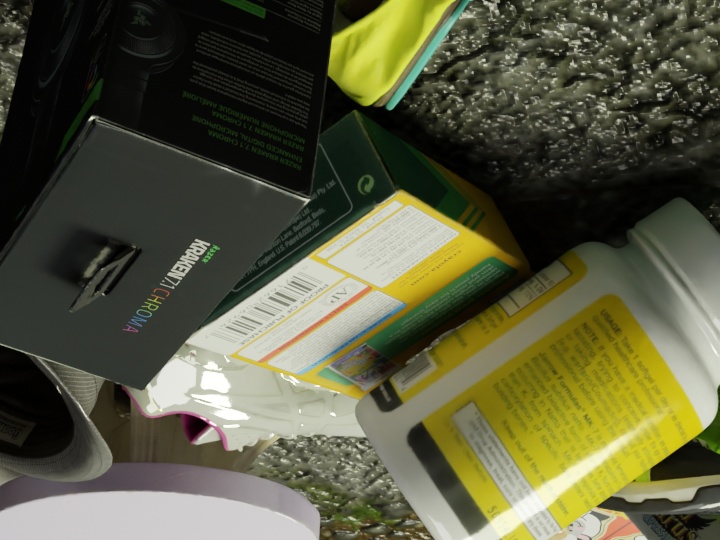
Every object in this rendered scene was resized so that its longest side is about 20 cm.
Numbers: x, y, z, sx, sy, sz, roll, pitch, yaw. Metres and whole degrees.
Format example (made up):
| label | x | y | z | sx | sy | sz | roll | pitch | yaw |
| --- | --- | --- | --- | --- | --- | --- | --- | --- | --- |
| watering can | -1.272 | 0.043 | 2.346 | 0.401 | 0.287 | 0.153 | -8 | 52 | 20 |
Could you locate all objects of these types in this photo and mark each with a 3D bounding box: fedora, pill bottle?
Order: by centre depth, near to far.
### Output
| label | x | y | z | sx | sy | sz | roll | pitch | yaw |
| --- | --- | --- | --- | --- | --- | --- | --- | --- | --- |
| pill bottle | 0.108 | 0.058 | 0.982 | 0.200 | 0.114 | 0.114 | -35 | 137 | 1 |
| fedora | -0.186 | 0.028 | 1.044 | 0.177 | 0.090 | 0.200 | 43 | 151 | -7 |

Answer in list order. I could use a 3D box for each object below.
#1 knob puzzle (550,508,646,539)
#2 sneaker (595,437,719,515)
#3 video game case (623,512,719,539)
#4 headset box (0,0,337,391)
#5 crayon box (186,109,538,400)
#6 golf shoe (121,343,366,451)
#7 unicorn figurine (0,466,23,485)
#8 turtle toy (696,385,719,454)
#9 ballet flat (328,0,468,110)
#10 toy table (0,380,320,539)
| label | x | y | z | sx | sy | sz | roll | pitch | yaw |
| --- | --- | --- | --- | --- | --- | --- | --- | --- | --- |
| knob puzzle | 0.143 | 0.205 | 1.330 | 0.219 | 0.031 | 0.220 | 4 | 146 | 3 |
| sneaker | 0.135 | 0.083 | 1.062 | 0.072 | 0.083 | 0.200 | 6 | -178 | -40 |
| video game case | 0.226 | 0.171 | 1.149 | 0.045 | 0.181 | 0.200 | -50 | 127 | 4 |
| headset box | -0.088 | -0.069 | 0.817 | 0.093 | 0.200 | 0.174 | 20 | 144 | -20 |
| crayon box | 0.000 | 0.000 | 0.961 | 0.126 | 0.052 | 0.200 | -34 | 155 | 15 |
| golf shoe | -0.052 | 0.064 | 1.084 | 0.200 | 0.075 | 0.092 | 30 | 101 | -42 |
| unicorn figurine | -0.245 | 0.153 | 1.292 | 0.199 | 0.074 | 0.138 | -7 | 136 | -5 |
| turtle toy | 0.254 | 0.078 | 1.063 | 0.200 | 0.101 | 0.146 | -6 | 121 | 22 |
| ballet flat | 0.033 | -0.138 | 0.824 | 0.067 | 0.067 | 0.200 | 38 | 141 | -8 |
| toy table | -0.121 | 0.111 | 1.157 | 0.199 | 0.117 | 0.184 | 6 | 146 | -1 |
